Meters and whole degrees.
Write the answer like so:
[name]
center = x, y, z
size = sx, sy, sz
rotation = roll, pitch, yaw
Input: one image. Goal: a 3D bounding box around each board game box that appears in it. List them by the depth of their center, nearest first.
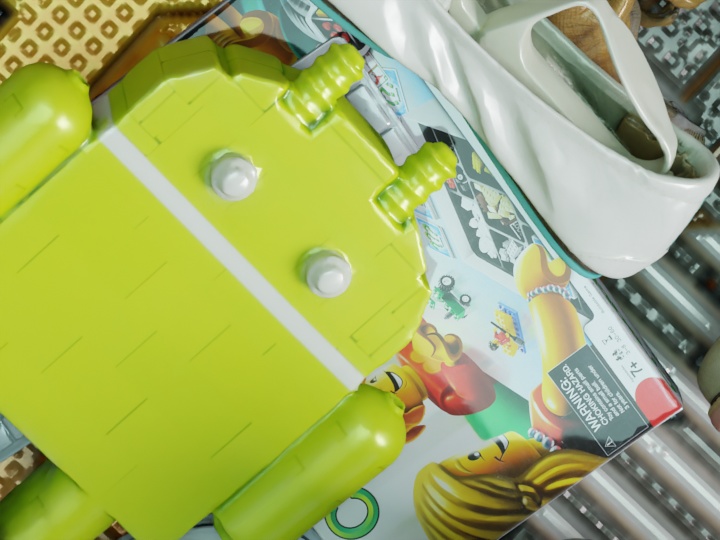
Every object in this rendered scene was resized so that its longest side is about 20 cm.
[board game box]
center = 0.000, 0.000, 0.965
size = 0.126, 0.035, 0.200
rotation = -36, 95, 9

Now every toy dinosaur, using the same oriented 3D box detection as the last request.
[toy dinosaur]
center = 0.052, -0.116, 0.950
size = 0.200, 0.060, 0.106
rotation = 44, 94, -4

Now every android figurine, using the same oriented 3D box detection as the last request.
[android figurine]
center = -0.060, 0.010, 0.915
size = 0.200, 0.041, 0.182
rotation = -39, 113, 10

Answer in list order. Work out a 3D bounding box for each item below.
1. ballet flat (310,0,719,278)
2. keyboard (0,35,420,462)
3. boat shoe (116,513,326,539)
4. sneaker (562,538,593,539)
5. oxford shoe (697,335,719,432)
[ballet flat]
center = 0.041, -0.083, 0.913
size = 0.069, 0.069, 0.200
rotation = -43, 105, 2
[keyboard]
center = -0.072, 0.000, 0.948
size = 0.199, 0.011, 0.056
rotation = -33, 95, 12
[boat shoe]
center = -0.098, 0.140, 0.964
size = 0.199, 0.067, 0.074
rotation = -23, 95, 1
[sneaker]
center = 0.042, 0.184, 0.979
size = 0.079, 0.075, 0.201
rotation = 31, 95, -23
[oxford shoe]
center = 0.176, -0.031, 0.965
size = 0.200, 0.071, 0.074
rotation = -46, 73, 0
